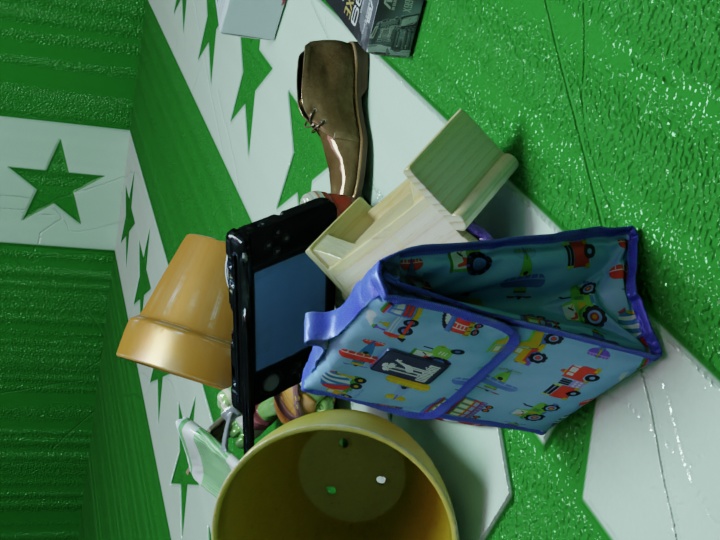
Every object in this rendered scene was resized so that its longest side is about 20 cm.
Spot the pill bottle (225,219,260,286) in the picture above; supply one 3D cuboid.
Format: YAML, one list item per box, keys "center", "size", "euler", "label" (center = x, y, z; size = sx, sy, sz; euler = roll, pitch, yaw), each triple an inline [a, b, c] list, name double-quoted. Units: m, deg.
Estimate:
- center: [-0.088, 0.001, 1.228]
  size: [0.200, 0.119, 0.121]
  euler: [-162, 77, -70]
  label: "pill bottle"

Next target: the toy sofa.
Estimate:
- center: [0.047, -0.036, 0.895]
  size: [0.083, 0.098, 0.200]
  euler: [-48, 6, -32]
  label: "toy sofa"

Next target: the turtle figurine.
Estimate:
- center: [-0.090, 0.181, 1.171]
  size: [0.194, 0.143, 0.201]
  euler: [123, 149, -60]
  label: "turtle figurine"

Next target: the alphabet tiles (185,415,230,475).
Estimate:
- center: [-0.133, 0.154, 1.312]
  size: [0.008, 0.167, 0.200]
  euler: [42, 143, 9]
  label: "alphabet tiles"

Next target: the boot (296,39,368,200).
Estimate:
- center: [-0.034, -0.153, 1.176]
  size: [0.074, 0.075, 0.202]
  euler: [149, 122, -64]
  label: "boot"

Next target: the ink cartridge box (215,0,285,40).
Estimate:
- center: [-0.157, -0.454, 1.561]
  size: [0.146, 0.082, 0.201]
  euler: [116, 151, -47]
  label: "ink cartridge box"

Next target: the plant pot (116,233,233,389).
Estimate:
- center: [-0.205, 0.057, 1.471]
  size: [0.200, 0.199, 0.185]
  euler: [-7, 64, 70]
  label: "plant pot"

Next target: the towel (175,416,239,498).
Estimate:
- center: [-0.125, 0.253, 1.208]
  size: [0.200, 0.023, 0.153]
  euler: [38, 154, 22]
  label: "towel"

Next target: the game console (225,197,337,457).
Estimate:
- center: [-0.063, 0.063, 0.987]
  size: [0.116, 0.175, 0.201]
  euler: [34, 135, 38]
  label: "game console"

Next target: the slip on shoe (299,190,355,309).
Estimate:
- center: [0.000, 0.000, 1.078]
  size: [0.201, 0.061, 0.074]
  euler: [64, 149, 31]
  label: "slip on shoe"

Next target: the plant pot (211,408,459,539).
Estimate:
- center: [-0.013, 0.199, 0.929]
  size: [0.142, 0.198, 0.202]
  euler: [-64, -15, -74]
  label: "plant pot"

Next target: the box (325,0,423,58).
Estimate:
- center: [0.028, -0.331, 1.072]
  size: [0.158, 0.049, 0.201]
  euler: [-117, 36, -54]
  label: "box"

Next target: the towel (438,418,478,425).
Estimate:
- center: [0.072, 0.054, 0.918]
  size: [0.200, 0.023, 0.145]
  euler: [169, 103, -69]
  label: "towel"

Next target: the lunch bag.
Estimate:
- center: [0.060, 0.036, 0.693]
  size: [0.151, 0.198, 0.095]
  euler: [127, 142, -57]
  label: "lunch bag"
